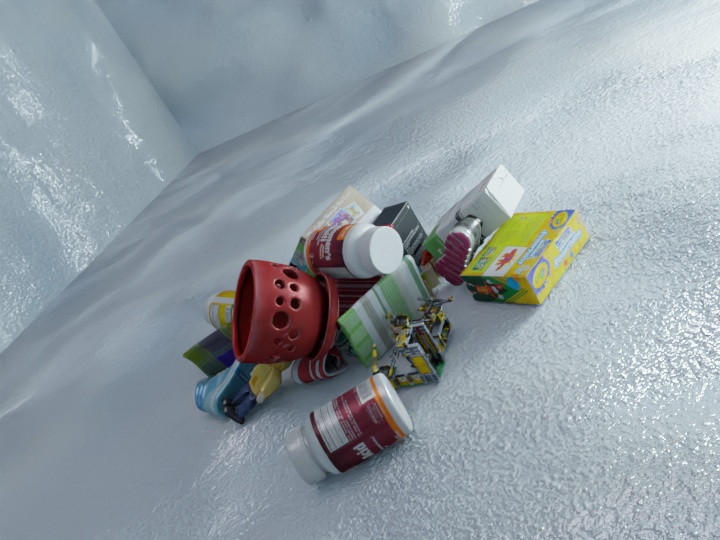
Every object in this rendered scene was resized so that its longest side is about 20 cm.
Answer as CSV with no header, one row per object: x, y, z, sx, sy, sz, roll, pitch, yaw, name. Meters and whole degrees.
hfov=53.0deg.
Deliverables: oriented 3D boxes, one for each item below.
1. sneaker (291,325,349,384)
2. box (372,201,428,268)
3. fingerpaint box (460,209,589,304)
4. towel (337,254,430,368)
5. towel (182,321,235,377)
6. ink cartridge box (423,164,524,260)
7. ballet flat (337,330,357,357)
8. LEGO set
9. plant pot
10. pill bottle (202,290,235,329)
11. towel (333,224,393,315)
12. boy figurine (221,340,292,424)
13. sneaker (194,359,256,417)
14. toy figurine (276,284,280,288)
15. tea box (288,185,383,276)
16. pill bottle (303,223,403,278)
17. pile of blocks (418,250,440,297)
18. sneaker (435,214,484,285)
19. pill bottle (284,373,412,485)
-0.061,0.154,1.533,0.112,0.071,0.201,-14,38,42,sneaker
0.074,-0.039,1.643,0.078,0.142,0.200,-9,33,40,box
0.321,-0.027,1.409,0.166,0.074,0.200,0,41,51,fingerpaint box
0.050,0.081,1.443,0.200,0.150,0.031,-41,38,-17,towel
-0.296,0.182,1.681,0.199,0.144,0.023,-29,44,6,towel
0.244,-0.115,1.548,0.200,0.084,0.146,-42,6,38,ink cartridge box
-0.007,0.118,1.541,0.072,0.072,0.201,-23,26,19,ballet flat
0.086,0.121,1.343,0.153,0.116,0.201,-6,40,37,LEGO set
-0.148,0.089,1.423,0.200,0.181,0.203,-171,90,-68,plant pot
-0.328,0.110,1.880,0.199,0.113,0.113,0,40,50,pill bottle
0.000,0.000,1.519,0.144,0.022,0.202,-2,72,43,towel
-0.208,0.231,1.518,0.200,0.064,0.124,-50,23,11,boy figurine
-0.305,0.244,1.650,0.130,0.080,0.200,-6,35,42,sneaker
-0.173,0.082,1.698,0.151,0.199,0.184,-61,10,8,toy figurine
-0.058,-0.060,1.750,0.200,0.133,0.197,-49,-6,-30,tea box
-0.015,-0.038,1.445,0.199,0.110,0.110,-1,39,49,pill bottle
0.137,0.001,1.588,0.082,0.062,0.201,-14,30,34,pile of blocks
0.209,-0.043,1.473,0.073,0.201,0.088,33,63,17,sneaker
-0.021,0.271,1.222,0.199,0.115,0.114,-31,25,4,pill bottle
